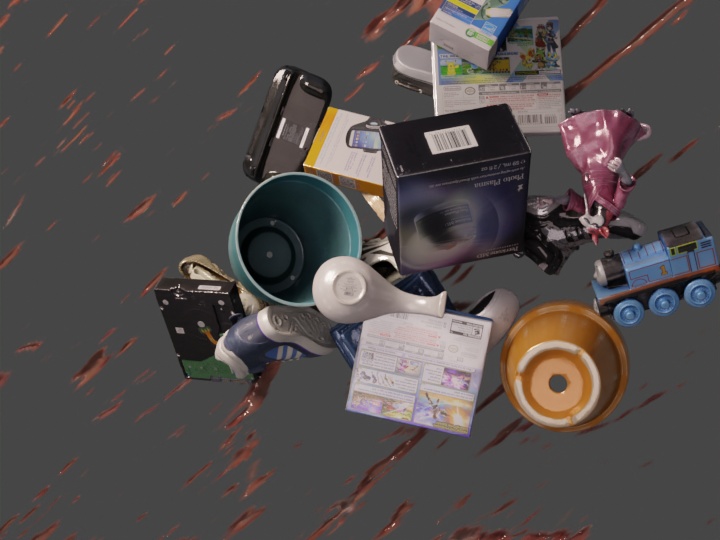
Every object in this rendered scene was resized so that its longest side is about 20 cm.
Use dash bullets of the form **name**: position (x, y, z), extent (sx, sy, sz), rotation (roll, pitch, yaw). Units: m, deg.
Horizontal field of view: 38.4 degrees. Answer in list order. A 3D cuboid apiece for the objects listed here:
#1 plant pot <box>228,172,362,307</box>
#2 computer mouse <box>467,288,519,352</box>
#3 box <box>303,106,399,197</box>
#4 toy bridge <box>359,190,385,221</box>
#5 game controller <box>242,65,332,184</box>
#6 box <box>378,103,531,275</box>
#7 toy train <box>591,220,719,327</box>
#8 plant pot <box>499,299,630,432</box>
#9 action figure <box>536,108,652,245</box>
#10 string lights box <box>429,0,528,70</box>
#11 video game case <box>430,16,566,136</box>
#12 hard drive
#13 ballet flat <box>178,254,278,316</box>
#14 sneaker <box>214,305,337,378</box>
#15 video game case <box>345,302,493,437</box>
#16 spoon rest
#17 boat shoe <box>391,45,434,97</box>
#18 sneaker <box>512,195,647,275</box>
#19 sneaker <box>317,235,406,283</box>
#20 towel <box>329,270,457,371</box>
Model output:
- **plant pot**: position (-0.121, -0.034, 1.620), extent (0.198, 0.188, 0.203), rotation (3, 81, -20)
- **computer mouse**: position (0.173, 0.111, 1.627), extent (0.109, 0.044, 0.200), rotation (37, 104, -21)
- **box**: position (0.022, -0.181, 1.635), extent (0.198, 0.042, 0.120), rotation (17, 65, 12)
- **toy bridge**: position (0.047, -0.092, 1.649), extent (0.027, 0.067, 0.200), rotation (-42, 83, 14)
- **game controller**: position (-0.121, -0.232, 1.705), extent (0.103, 0.042, 0.202), rotation (21, 101, -2)
- **box**: position (0.137, -0.115, 1.516), extent (0.198, 0.200, 0.124), rotation (-11, 47, -6)
- **toy train**: position (0.435, 0.005, 1.525), extent (0.198, 0.087, 0.115), rotation (-16, 110, 10)
- **plant pot**: position (0.298, 0.153, 1.539), extent (0.198, 0.183, 0.203), rotation (1, 95, 15)
- **action figure**: position (0.346, -0.133, 1.510), extent (0.133, 0.148, 0.203), rotation (-7, 76, 37)
- **string lights box**: position (0.195, -0.413, 1.546), extent (0.102, 0.059, 0.201), rotation (28, 76, 11)
- **video game case**: position (0.208, -0.292, 1.565), extent (0.197, 0.022, 0.185), rotation (-2, 81, 0)
- **hard drive**: position (-0.250, 0.101, 1.710), extent (0.138, 0.038, 0.202), rotation (2, 128, 19)
- **ballet flat**: position (-0.226, 0.042, 1.732), extent (0.199, 0.075, 0.068), rotation (34, 103, 10)
- **sneaker**: position (-0.145, 0.122, 1.669), extent (0.146, 0.199, 0.081), rotation (-33, 64, 25)
- **video game case**: position (0.091, 0.145, 1.591), extent (0.198, 0.045, 0.184), rotation (12, 95, 6)
- **spoon rest**: position (0.027, 0.038, 1.534), extent (0.197, 0.061, 0.101), rotation (11, 80, 0)
- **boat shoe**: position (0.142, -0.291, 1.613), extent (0.198, 0.069, 0.057), rotation (23, 145, 1)
- **sneaker**: position (0.330, -0.046, 1.574), extent (0.198, 0.075, 0.115), rotation (12, 101, 18)
- **sneaker**: position (0.000, 0.000, 1.637), extent (0.199, 0.089, 0.074), rotation (-18, 119, 36)
- **towel**: position (0.056, 0.091, 1.672), extent (0.199, 0.049, 0.112), rotation (-34, 86, 15)
